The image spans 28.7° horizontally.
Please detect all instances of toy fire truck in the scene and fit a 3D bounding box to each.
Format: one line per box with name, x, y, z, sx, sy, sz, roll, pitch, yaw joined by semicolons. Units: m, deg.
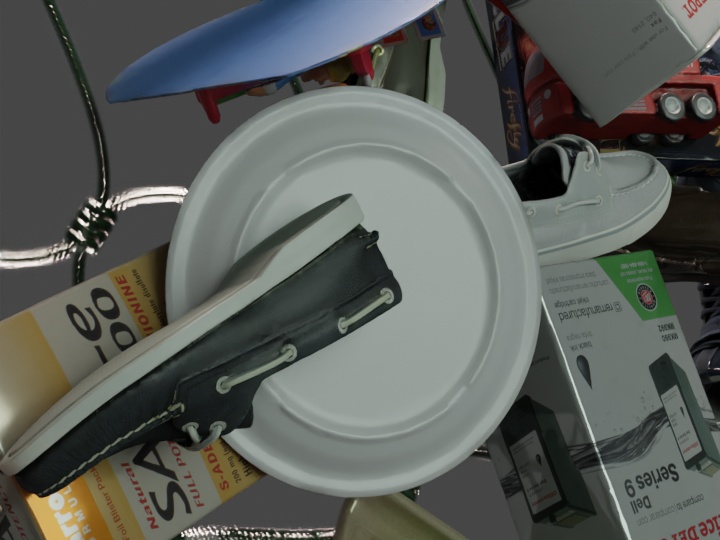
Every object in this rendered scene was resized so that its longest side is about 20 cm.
toy fire truck;0.200;-0.161;0.982;0.197;0.049;0.143;-2;73;-21

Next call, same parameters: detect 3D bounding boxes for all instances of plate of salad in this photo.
plate of salad;-0.002;0.010;0.703;0.197;0.048;0.203;1;88;-19

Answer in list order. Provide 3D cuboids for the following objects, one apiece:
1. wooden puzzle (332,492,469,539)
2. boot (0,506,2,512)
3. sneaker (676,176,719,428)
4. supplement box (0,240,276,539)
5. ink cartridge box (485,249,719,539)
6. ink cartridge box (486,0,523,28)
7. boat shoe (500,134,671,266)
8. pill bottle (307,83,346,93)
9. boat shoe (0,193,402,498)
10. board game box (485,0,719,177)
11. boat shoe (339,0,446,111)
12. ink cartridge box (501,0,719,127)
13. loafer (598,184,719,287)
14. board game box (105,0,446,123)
wooden puzzle;0.043;0.244;0.779;0.184;0.037;0.202;37;53;-25
boot;-0.202;0.080;0.551;0.070;0.145;0.201;-40;101;-41
sneaker;0.268;0.021;1.037;0.145;0.077;0.204;-27;92;-45
supplement box;-0.108;0.063;0.691;0.199;0.073;0.127;-30;93;-43
ink cartridge box;0.153;0.100;0.886;0.145;0.084;0.203;-8;74;-47
ink cartridge box;0.065;-0.248;0.913;0.199;0.050;0.161;36;34;7
boat shoe;0.126;-0.051;0.915;0.198;0.072;0.069;-16;128;-24
pill bottle;0.000;0.000;0.789;0.106;0.106;0.202;-24;90;-44
boat shoe;-0.063;0.043;0.614;0.199;0.075;0.061;-36;100;-19
board game box;0.193;-0.138;1.019;0.197;0.035;0.138;0;72;-22
boat shoe;0.016;-0.156;0.886;0.060;0.072;0.204;16;55;-21
ink cartridge box;0.135;-0.208;0.863;0.201;0.086;0.146;52;35;-3
loafer;0.236;-0.033;0.984;0.197;0.071;0.074;9;60;-1
board game box;-0.037;-0.109;0.747;0.158;0.198;0.039;-44;122;-46
